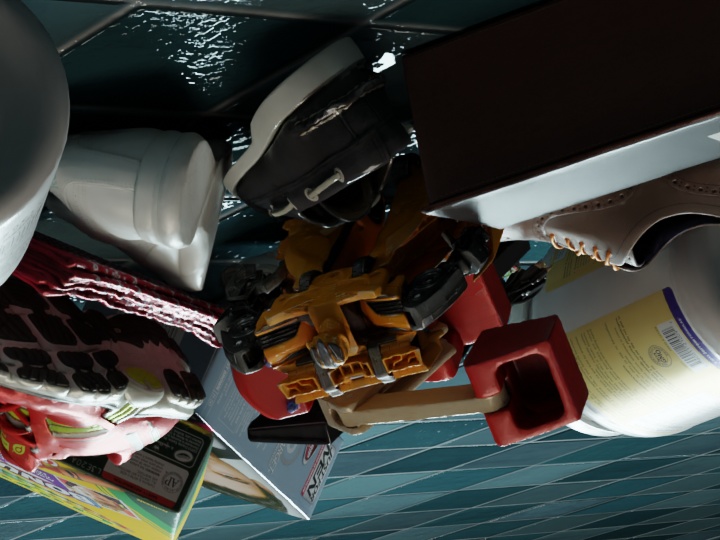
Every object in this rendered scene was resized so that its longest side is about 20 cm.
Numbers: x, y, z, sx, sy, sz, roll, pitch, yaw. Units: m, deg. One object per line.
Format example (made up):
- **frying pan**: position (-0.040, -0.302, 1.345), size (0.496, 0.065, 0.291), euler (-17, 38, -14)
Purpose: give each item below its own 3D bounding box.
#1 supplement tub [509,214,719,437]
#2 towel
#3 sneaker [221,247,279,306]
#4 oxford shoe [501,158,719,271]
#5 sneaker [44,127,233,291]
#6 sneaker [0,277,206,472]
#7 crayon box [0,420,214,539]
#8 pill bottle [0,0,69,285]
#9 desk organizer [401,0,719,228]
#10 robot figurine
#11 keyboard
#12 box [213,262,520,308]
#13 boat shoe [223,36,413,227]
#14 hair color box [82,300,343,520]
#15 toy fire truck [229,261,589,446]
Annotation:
- **supplement tub**: position (0.193, 0.017, 1.526), size (0.145, 0.146, 0.200), euler (-3, 166, -31)
- **towel**: position (-0.157, -0.006, 1.263), size (0.145, 0.022, 0.200), euler (22, 180, 23)
- **sneaker**: position (0.000, 0.000, 1.456), size (0.087, 0.075, 0.200), euler (-31, -163, -29)
- **oxford shoe**: position (0.121, -0.033, 1.410), size (0.200, 0.073, 0.071), euler (-15, 167, 23)
- **sneaker**: position (-0.113, -0.039, 1.244), size (0.088, 0.075, 0.200), euler (10, 172, 4)
- **sneaker**: position (-0.155, 0.064, 1.273), size (0.085, 0.077, 0.200), euler (-45, 149, 15)
- **crayon box**: position (-0.192, 0.097, 1.553), size (0.200, 0.058, 0.173), euler (24, 164, 0)
- **pill bottle**: position (-0.184, -0.040, 1.039), size (0.114, 0.114, 0.200), euler (-7, 167, -14)
- **desk organizer**: position (0.121, -0.085, 1.164), size (0.200, 0.077, 0.072), euler (-18, 166, 31)
- **robot figurine**: position (0.009, -0.002, 1.279), size (0.145, 0.058, 0.200), euler (-15, -155, 22)
- **keyboard**: position (0.034, 0.037, 1.446), size (0.127, 0.021, 0.200), euler (-9, -153, 48)
- **box**: position (-0.012, 0.027, 1.651), size (0.137, 0.038, 0.200), euler (3, 162, -42)
- **boat shoe**: position (-0.015, -0.050, 1.210), size (0.074, 0.060, 0.200), euler (-35, 174, -16)
- **hair color box**: position (-0.096, 0.084, 1.593), size (0.099, 0.061, 0.200), euler (15, 163, 27)
- **toy fire truck**: position (0.019, 0.045, 1.305), size (0.200, 0.049, 0.141), euler (-15, -154, 20)
